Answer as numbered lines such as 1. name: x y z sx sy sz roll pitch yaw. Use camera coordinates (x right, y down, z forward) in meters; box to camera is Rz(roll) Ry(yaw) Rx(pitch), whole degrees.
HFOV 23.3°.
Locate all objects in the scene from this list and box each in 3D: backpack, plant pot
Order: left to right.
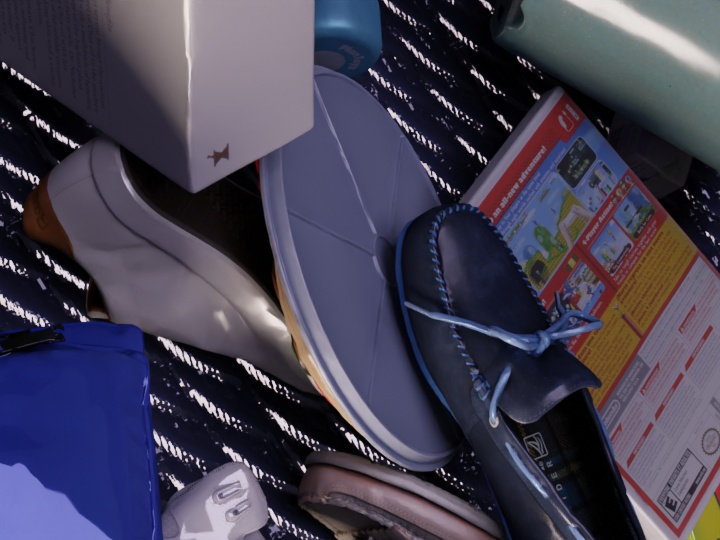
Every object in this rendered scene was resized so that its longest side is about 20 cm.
1. backpack: -0.177 0.091 0.658 0.198 0.168 0.164 0 64 -19
2. plant pot: 0.183 -0.147 0.902 0.195 0.200 0.201 23 64 -6

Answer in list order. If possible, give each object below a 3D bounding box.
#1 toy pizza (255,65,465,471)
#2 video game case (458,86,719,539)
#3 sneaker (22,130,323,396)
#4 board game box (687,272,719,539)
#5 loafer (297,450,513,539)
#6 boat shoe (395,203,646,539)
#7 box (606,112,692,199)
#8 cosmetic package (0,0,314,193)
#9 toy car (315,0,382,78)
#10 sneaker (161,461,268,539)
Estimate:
1. toy pizza: 0.000 0.000 0.834 0.200 0.032 0.201 47 33 -44
2. video game case: 0.127 0.024 0.893 0.200 0.017 0.143 48 57 -13
3. sneaker: -0.074 0.005 0.817 0.200 0.084 0.073 42 35 -37
4. board game box: 0.192 0.106 0.951 0.101 0.048 0.202 -9 81 -33
5. loafer: 0.051 0.152 0.842 0.199 0.072 0.063 30 70 -24
6. boat shoe: 0.086 0.057 0.804 0.084 0.069 0.201 -29 90 -32
7. box: 0.188 -0.132 1.022 0.039 0.041 0.201 31 61 -19
8. cosmetic package: -0.110 -0.129 0.739 0.071 0.102 0.200 -31 50 -33
9. toy car: 0.019 -0.217 0.822 0.177 0.199 0.186 36 45 -59
10. sneaker: -0.022 0.140 0.770 0.198 0.075 0.116 -8 79 -10
